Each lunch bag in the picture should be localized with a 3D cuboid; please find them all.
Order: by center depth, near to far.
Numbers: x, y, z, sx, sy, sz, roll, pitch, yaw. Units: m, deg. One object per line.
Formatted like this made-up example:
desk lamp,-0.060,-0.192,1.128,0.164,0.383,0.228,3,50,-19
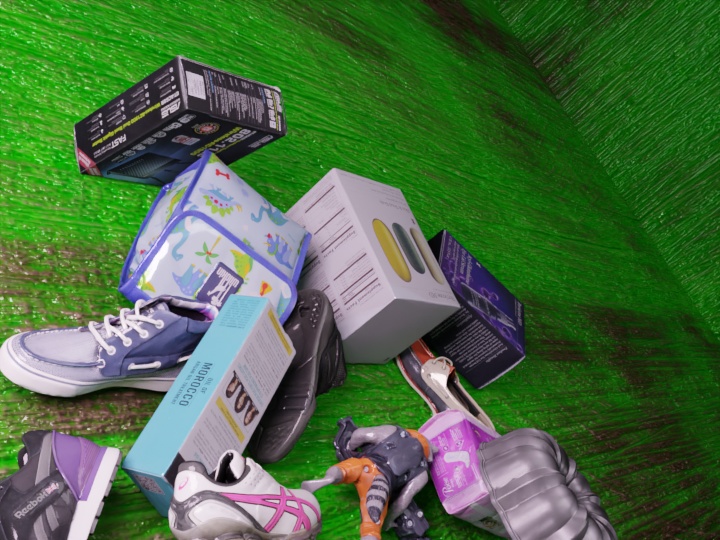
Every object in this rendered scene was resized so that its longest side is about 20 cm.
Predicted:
lunch bag,-0.161,-0.004,0.883,0.170,0.127,0.201,39,43,-24

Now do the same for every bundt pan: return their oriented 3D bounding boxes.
bundt pan,0.221,0.265,0.907,0.202,0.076,0.202,49,16,-19

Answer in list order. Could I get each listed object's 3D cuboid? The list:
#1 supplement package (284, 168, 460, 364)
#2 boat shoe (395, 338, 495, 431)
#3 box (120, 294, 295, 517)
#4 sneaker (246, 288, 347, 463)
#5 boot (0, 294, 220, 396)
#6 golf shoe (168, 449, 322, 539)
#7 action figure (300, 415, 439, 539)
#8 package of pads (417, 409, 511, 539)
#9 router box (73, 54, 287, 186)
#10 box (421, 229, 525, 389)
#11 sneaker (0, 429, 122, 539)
supplement package,0.000,0.000,1.063,0.151,0.150,0.201,10,48,-50
boat shoe,0.115,0.161,1.132,0.071,0.063,0.201,-5,59,-54
box,-0.132,0.123,0.738,0.201,0.049,0.083,-62,144,-38
sneaker,-0.064,0.132,0.892,0.115,0.076,0.201,64,32,-49
boot,-0.222,0.059,0.731,0.073,0.091,0.199,48,22,29
golf shoe,-0.090,0.201,0.696,0.200,0.072,0.093,23,57,-66
action figure,0.039,0.250,0.882,0.200,0.104,0.193,51,35,1
package of pads,0.158,0.262,1.021,0.200,0.075,0.121,39,23,-49
router box,-0.205,-0.159,0.908,0.149,0.199,0.063,3,73,-52
box,0.160,0.061,1.268,0.200,0.104,0.148,41,29,-16
sneaker,-0.248,0.203,0.581,0.087,0.076,0.201,25,31,-13
